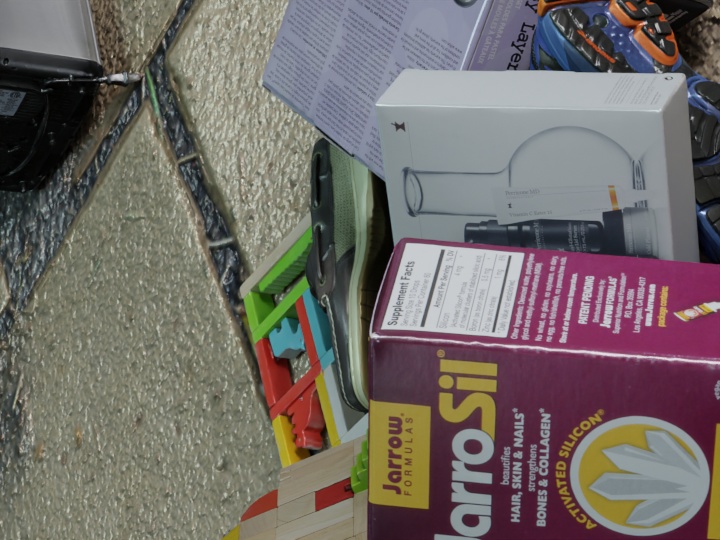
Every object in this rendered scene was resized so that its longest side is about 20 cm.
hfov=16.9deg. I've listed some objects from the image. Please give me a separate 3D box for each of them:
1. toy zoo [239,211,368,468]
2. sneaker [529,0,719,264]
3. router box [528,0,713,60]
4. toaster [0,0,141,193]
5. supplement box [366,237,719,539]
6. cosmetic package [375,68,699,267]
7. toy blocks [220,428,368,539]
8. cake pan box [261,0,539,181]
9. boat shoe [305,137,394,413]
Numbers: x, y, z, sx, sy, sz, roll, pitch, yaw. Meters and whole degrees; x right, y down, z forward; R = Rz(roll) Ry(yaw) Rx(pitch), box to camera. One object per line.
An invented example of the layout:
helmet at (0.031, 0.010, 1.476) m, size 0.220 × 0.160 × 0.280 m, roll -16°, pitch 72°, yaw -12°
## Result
toy zoo at (-0.020, 0.061, 1.590) m, size 0.131 × 0.020 × 0.201 m, roll -45°, pitch 48°, yaw 41°
sneaker at (0.161, -0.069, 1.280) m, size 0.200 × 0.075 × 0.078 m, roll 54°, pitch 153°, yaw 13°
router box at (0.104, -0.180, 1.392) m, size 0.200 × 0.062 × 0.151 m, roll -32°, pitch 58°, yaw 47°
toaster at (-0.303, -0.155, 1.913) m, size 0.181 × 0.199 × 0.119 m, roll -50°, pitch 42°, yaw 48°
supplement box at (0.107, 0.069, 1.178) m, size 0.103 × 0.199 × 0.132 m, roll -71°, pitch -17°, yaw -61°
cosmetic package at (0.096, -0.002, 1.244) m, size 0.150 × 0.052 × 0.201 m, roll 3°, pitch 118°, yaw 23°
toy blocks at (-0.032, 0.168, 1.421) m, size 0.136 × 0.100 × 0.200 m, roll -23°, pitch 20°, yaw 8°
cake pan box at (0.028, -0.155, 1.397) m, size 0.200 × 0.052 × 0.185 m, roll 39°, pitch 113°, yaw 50°
boat shoe at (-0.001, -0.001, 1.523) m, size 0.066 × 0.072 × 0.202 m, roll -18°, pitch 62°, yaw 36°
